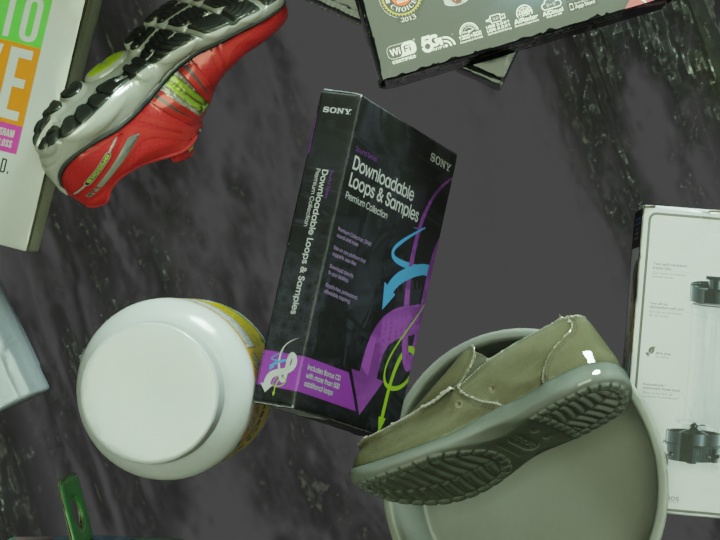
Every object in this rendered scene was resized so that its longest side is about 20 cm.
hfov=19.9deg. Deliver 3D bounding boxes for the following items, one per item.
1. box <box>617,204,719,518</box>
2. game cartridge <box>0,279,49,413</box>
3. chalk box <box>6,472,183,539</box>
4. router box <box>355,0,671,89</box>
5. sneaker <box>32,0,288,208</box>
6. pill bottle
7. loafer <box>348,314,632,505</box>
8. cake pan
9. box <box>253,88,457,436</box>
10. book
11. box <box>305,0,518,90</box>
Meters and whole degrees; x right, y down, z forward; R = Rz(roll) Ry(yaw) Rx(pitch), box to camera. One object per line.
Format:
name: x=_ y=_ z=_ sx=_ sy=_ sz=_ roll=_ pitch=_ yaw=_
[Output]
box: x=0.232 y=0.061 z=1.349 sx=0.116 sy=0.060 sz=0.201 roll=4 pitch=89 yaw=3
game cartridge: x=-0.328 y=0.064 z=1.389 sx=0.199 sy=0.042 sz=0.134 roll=-26 pitch=92 yaw=2
chalk box: x=-0.178 y=0.234 z=1.333 sx=0.123 sy=0.124 sz=0.201 roll=1 pitch=90 yaw=3
router box: x=0.087 y=-0.217 z=1.316 sx=0.199 sy=0.062 sz=0.150 roll=-16 pitch=88 yaw=3
sneaker: x=-0.127 y=-0.118 z=1.372 sx=0.200 sy=0.077 sz=0.085 roll=-38 pitch=124 yaw=-10
pill bottle: x=-0.117 y=0.074 z=1.295 sx=0.112 sy=0.200 sz=0.113 roll=0 pitch=88 yaw=3
loafer: x=0.079 y=0.089 z=1.296 sx=0.199 sy=0.075 sz=0.070 roll=-26 pitch=53 yaw=23
cake pan: x=0.110 y=0.139 z=1.330 sx=0.199 sy=0.037 sz=0.201 roll=-2 pitch=86 yaw=28
box: x=0.000 y=0.000 z=1.311 sx=0.036 sy=0.143 sz=0.201 roll=7 pitch=81 yaw=29
book: x=-0.260 y=-0.126 z=1.388 sx=0.133 sy=0.048 sz=0.201 roll=14 pitch=92 yaw=5
box: x=0.050 y=-0.250 z=1.372 sx=0.193 sy=0.048 sz=0.201 roll=26 pitch=91 yaw=5
